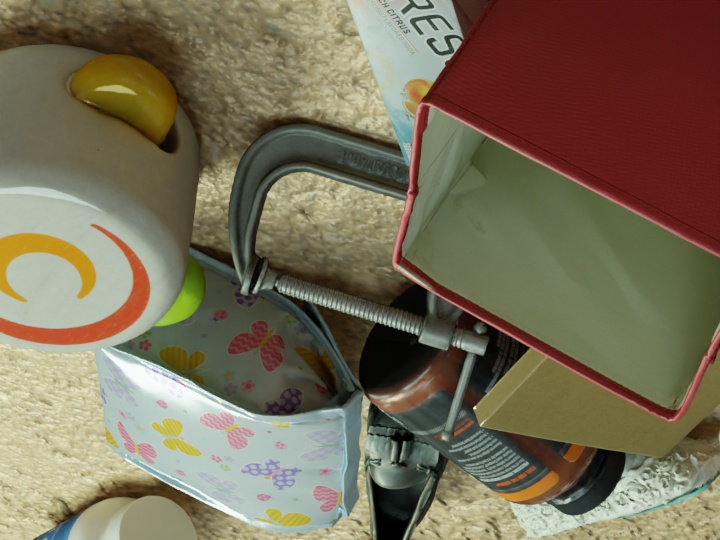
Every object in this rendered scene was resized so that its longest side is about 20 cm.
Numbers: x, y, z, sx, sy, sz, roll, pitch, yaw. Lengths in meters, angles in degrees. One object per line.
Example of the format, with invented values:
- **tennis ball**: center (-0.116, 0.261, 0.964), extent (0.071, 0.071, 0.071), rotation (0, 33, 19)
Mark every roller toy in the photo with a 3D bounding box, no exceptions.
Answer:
- **roller toy**: center (-0.199, -0.051, 1.186), extent (0.182, 0.140, 0.200), rotation (-2, 140, 7)

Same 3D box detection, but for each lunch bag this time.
- **lunch bag**: center (-0.085, 0.093, 1.337), extent (0.199, 0.127, 0.170), rotation (26, 147, 18)

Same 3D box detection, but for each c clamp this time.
- **c clamp**: center (0.000, 0.000, 1.187), extent (0.199, 0.027, 0.171), rotation (22, 101, 0)

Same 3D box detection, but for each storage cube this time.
- **storage cube**: center (0.141, -0.063, 0.930), extent (0.199, 0.180, 0.171), rotation (28, 153, 11)

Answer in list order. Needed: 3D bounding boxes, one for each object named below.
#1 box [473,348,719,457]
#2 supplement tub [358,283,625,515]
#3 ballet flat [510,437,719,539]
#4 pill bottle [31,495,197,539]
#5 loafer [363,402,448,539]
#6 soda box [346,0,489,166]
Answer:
- **box**: center (0.192, 0.049, 1.179), extent (0.163, 0.021, 0.200), rotation (12, 135, -31)
- **supplement tub**: center (0.100, 0.098, 1.297), extent (0.200, 0.107, 0.107), rotation (38, 140, -27)
- **ballet flat**: center (0.183, 0.157, 1.384), extent (0.072, 0.072, 0.200), rotation (36, 141, -25)
- **pill bottle**: center (-0.233, 0.272, 1.668), extent (0.112, 0.113, 0.200), rotation (33, 141, -22)
- **loafer**: center (0.035, 0.161, 1.447), extent (0.072, 0.063, 0.200), rotation (11, 145, 8)
- **soda box**: center (0.038, -0.148, 1.016), extent (0.063, 0.069, 0.200), rotation (1, 141, 22)
